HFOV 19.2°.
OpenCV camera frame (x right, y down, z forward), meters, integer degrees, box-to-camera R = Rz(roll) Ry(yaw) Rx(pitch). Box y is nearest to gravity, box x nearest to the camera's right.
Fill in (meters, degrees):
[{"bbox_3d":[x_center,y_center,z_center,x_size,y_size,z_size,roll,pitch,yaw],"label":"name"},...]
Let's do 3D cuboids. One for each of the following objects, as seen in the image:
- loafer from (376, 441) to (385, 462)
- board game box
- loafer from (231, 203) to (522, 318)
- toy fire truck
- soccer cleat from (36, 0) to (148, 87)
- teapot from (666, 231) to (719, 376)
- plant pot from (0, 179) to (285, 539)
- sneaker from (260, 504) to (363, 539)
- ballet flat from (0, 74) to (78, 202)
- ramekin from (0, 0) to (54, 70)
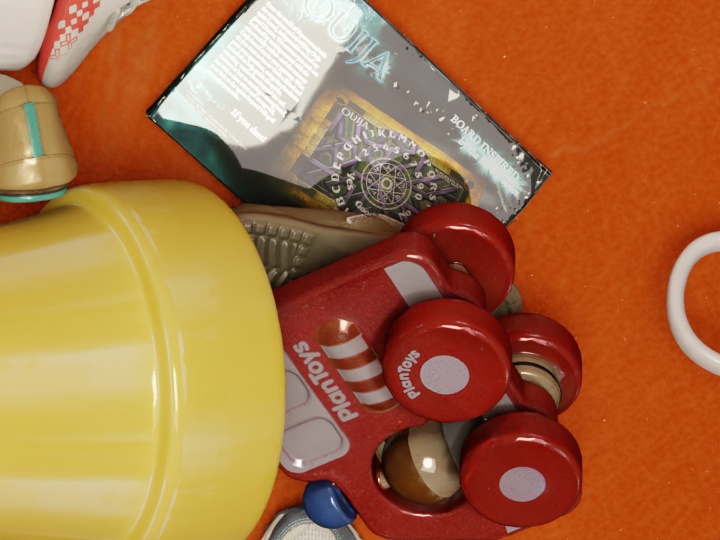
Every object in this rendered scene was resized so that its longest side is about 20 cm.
[{"bbox_3d":[0.002,0.071,1.232,0.199,0.068,0.076,13,96,-10],"label":"loafer"},{"bbox_3d":[-0.005,-0.073,1.226,0.200,0.028,0.135,42,94,-12],"label":"board game box"},{"bbox_3d":[0.000,0.000,1.195,0.199,0.067,0.076,19,107,-25],"label":"loafer"},{"bbox_3d":[0.024,0.070,1.148,0.167,0.112,0.200,-22,121,20],"label":"toy fire truck"},{"bbox_3d":[-0.112,-0.182,1.178,0.085,0.069,0.200,29,91,-6],"label":"soccer cleat"},{"bbox_3d":[0.306,0.002,1.219,0.197,0.200,0.146,-40,63,31],"label":"teapot"},{"bbox_3d":[-0.166,0.056,1.066,0.188,0.201,0.202,-2,101,-33],"label":"plant pot"},{"bbox_3d":[-0.021,0.238,1.249,0.077,0.086,0.201,-4,100,-7],"label":"sneaker"},{"bbox_3d":[-0.199,-0.074,1.125,0.068,0.200,0.063,-13,101,-29],"label":"ballet flat"},{"bbox_3d":[-0.205,-0.199,1.101,0.097,0.200,0.201,8,99,-16],"label":"ramekin"}]
